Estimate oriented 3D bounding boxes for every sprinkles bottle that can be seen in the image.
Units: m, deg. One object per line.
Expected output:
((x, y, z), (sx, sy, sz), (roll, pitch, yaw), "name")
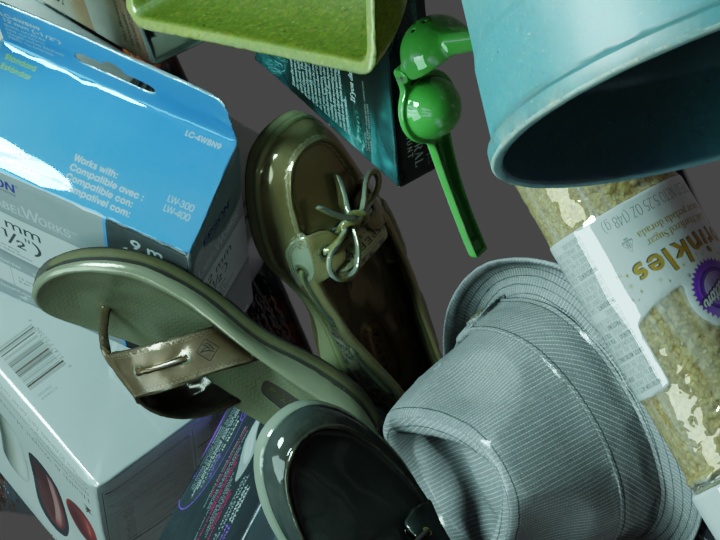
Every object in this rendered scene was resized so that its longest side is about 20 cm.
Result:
((0.134, 0.018, 1.131), (0.201, 0.068, 0.068), (60, 157, 5), "sprinkles bottle")

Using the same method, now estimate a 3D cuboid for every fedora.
((0.076, 0.090, 1.308), (0.177, 0.090, 0.200), (63, 157, -4), "fedora")

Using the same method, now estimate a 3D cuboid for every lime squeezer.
((0.049, -0.082, 1.259), (0.070, 0.038, 0.200), (24, 148, 7), "lime squeezer")

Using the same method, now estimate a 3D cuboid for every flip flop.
((-0.084, 0.052, 1.352), (0.199, 0.058, 0.081), (31, 152, 5), "flip flop")

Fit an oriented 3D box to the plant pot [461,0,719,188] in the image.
((0.111, -0.149, 0.855), (0.200, 0.199, 0.189), (136, 120, -67), "plant pot")

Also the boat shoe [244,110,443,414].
((0.000, 0.000, 1.406), (0.063, 0.073, 0.200), (21, 147, 44), "boat shoe")

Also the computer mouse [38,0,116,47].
((-0.188, -0.141, 1.660), (0.138, 0.053, 0.201), (38, 148, 46), "computer mouse")

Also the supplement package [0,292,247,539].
((-0.162, 0.072, 1.681), (0.191, 0.147, 0.200), (47, 160, 22), "supplement package")

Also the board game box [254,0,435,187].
((-0.016, -0.154, 1.307), (0.135, 0.028, 0.201), (44, 152, 38), "board game box")

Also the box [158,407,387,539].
((-0.029, 0.138, 1.482), (0.106, 0.123, 0.200), (29, 170, -12), "box")

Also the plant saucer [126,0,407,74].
((-0.039, -0.202, 1.205), (0.200, 0.048, 0.201), (17, 113, 50), "plant saucer")

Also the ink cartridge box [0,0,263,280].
((-0.148, -0.055, 1.532), (0.199, 0.084, 0.146), (30, 154, 3), "ink cartridge box")

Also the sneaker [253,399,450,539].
((0.030, 0.148, 1.270), (0.200, 0.075, 0.106), (56, 164, -22), "sneaker")

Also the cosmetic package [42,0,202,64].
((-0.140, -0.198, 1.445), (0.200, 0.087, 0.104), (31, 144, 51), "cosmetic package")

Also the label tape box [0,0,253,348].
((-0.136, -0.039, 1.384), (0.143, 0.066, 0.200), (24, 154, 14), "label tape box")
